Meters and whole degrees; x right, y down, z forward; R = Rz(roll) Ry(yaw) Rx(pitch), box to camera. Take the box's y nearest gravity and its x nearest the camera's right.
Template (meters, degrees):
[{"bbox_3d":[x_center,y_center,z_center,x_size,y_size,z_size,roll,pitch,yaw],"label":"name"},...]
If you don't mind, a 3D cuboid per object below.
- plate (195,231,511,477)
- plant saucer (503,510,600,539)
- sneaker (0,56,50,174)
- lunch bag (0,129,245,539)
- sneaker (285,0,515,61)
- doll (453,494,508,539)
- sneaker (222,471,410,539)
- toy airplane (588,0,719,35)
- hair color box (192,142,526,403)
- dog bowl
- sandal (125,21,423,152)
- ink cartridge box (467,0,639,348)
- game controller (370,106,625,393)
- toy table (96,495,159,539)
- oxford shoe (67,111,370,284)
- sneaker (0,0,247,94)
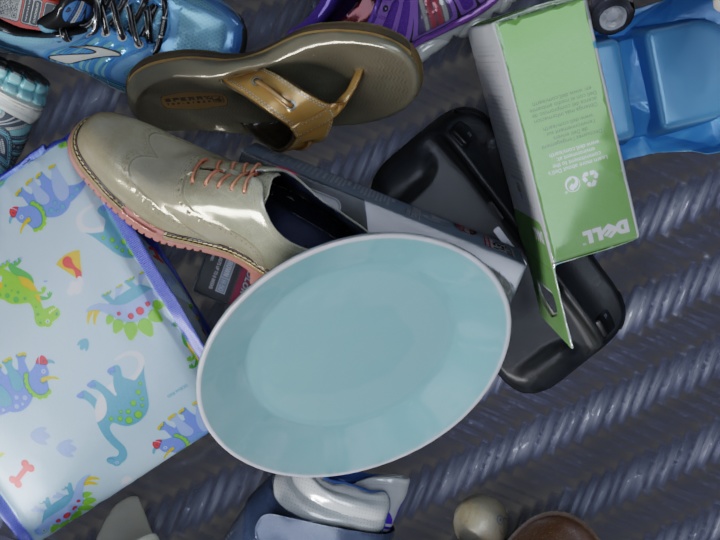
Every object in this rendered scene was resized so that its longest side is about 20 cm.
[{"bbox_3d":[-0.004,0.050,0.763,0.197,0.026,0.202,-11,134,-12],"label":"plate"},{"bbox_3d":[0.120,0.267,0.852,0.199,0.036,0.204,12,75,-49],"label":"plant saucer"},{"bbox_3d":[-0.305,-0.115,0.799,0.197,0.078,0.088,19,96,-7],"label":"sneaker"},{"bbox_3d":[-0.195,0.038,0.798,0.169,0.127,0.202,-33,108,-3],"label":"lunch bag"},{"bbox_3d":[0.036,-0.186,0.815,0.200,0.084,0.081,-43,60,-2],"label":"sneaker"},{"bbox_3d":[0.071,0.255,0.861,0.136,0.048,0.203,27,63,-43],"label":"doll"},{"bbox_3d":[0.003,0.215,0.856,0.200,0.081,0.147,42,93,-2],"label":"sneaker"},{"bbox_3d":[0.230,-0.238,0.787,0.198,0.142,0.199,28,58,25],"label":"toy airplane"},{"bbox_3d":[0.000,0.000,0.833,0.197,0.061,0.100,22,100,-1],"label":"hair color box"},{"bbox_3d":[0.187,-0.127,0.867,0.197,0.050,0.113,-13,96,-5],"label":"dog bowl"},{"bbox_3d":[-0.056,-0.105,0.788,0.196,0.081,0.055,-4,55,12],"label":"sandal"},{"bbox_3d":[0.125,-0.064,0.788,0.058,0.104,0.203,-15,100,-1],"label":"ink cartridge box"},{"bbox_3d":[0.096,-0.012,0.877,0.104,0.042,0.201,-37,97,12],"label":"game controller"},{"bbox_3d":[-0.167,0.244,0.804,0.115,0.201,0.186,-19,63,-15],"label":"toy table"},{"bbox_3d":[-0.079,-0.048,0.752,0.198,0.074,0.071,27,52,-8],"label":"oxford shoe"},{"bbox_3d":[-0.170,-0.157,0.802,0.196,0.090,0.080,7,94,-8],"label":"sneaker"}]
